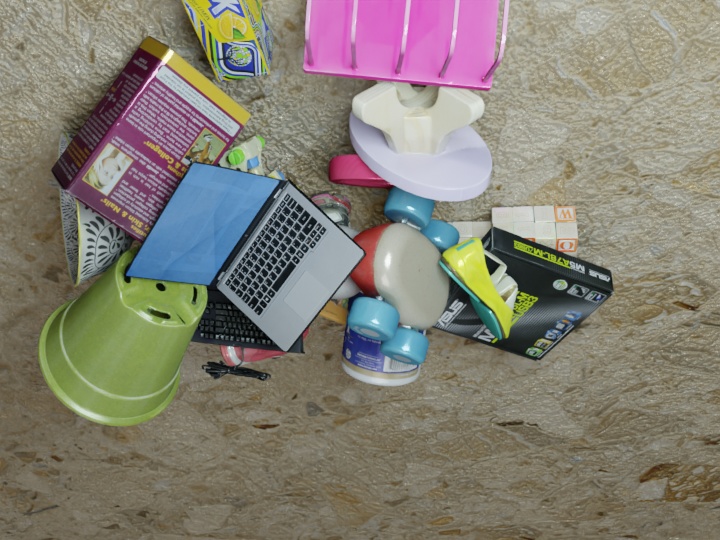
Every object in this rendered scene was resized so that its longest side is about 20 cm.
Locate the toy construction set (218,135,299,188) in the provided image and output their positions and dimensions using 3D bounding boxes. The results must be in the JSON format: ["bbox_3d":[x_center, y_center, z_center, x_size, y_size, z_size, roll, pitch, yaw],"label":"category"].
[{"bbox_3d":[-0.188,-0.108,1.190,0.198,0.092,0.132,-25,104,14],"label":"toy construction set"}]

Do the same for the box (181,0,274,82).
[{"bbox_3d":[-0.153,-0.303,0.979,0.064,0.071,0.201,-8,141,12],"label":"box"}]

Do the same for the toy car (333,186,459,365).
[{"bbox_3d":[0.000,0.000,1.186,0.198,0.186,0.177,8,160,32],"label":"toy car"}]

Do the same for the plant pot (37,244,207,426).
[{"bbox_3d":[-0.289,0.069,1.185,0.199,0.201,0.190,24,135,-22],"label":"plant pot"}]

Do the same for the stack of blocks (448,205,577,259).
[{"bbox_3d":[0.201,-0.030,1.296,0.198,0.059,0.116,-1,142,8],"label":"stack of blocks"}]

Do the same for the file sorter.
[{"bbox_3d":[0.045,-0.270,0.906,0.198,0.141,0.125,5,178,-1],"label":"file sorter"}]

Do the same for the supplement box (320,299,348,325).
[{"bbox_3d":[-0.006,0.050,1.401,0.198,0.069,0.067,23,102,-22],"label":"supplement box"}]

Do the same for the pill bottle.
[{"bbox_3d":[0.041,0.051,1.313,0.118,0.120,0.202,7,106,-2],"label":"pill bottle"}]

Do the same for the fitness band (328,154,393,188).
[{"bbox_3d":[0.059,-0.124,1.146,0.198,0.038,0.144,2,-179,3],"label":"fitness band"}]

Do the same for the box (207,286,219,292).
[{"bbox_3d":[-0.194,0.015,1.317,0.197,0.050,0.199,18,166,-40],"label":"box"}]

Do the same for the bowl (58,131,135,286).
[{"bbox_3d":[-0.339,-0.083,1.212,0.093,0.202,0.201,-6,147,-23],"label":"bowl"}]

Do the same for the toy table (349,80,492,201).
[{"bbox_3d":[0.068,-0.181,1.039,0.199,0.184,0.118,28,143,26],"label":"toy table"}]

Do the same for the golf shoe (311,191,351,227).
[{"bbox_3d":[-0.098,-0.035,1.297,0.199,0.093,0.072,-26,135,36],"label":"golf shoe"}]

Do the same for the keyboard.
[{"bbox_3d":[-0.165,0.094,1.251,0.198,0.021,0.129,3,103,27],"label":"keyboard"}]

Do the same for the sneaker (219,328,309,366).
[{"bbox_3d":[-0.118,0.098,1.352,0.086,0.075,0.200,-11,-176,30],"label":"sneaker"}]

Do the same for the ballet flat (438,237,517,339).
[{"bbox_3d":[0.169,0.023,1.199,0.067,0.067,0.200,-42,137,0],"label":"ballet flat"}]

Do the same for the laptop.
[{"bbox_3d":[-0.135,-0.008,1.072,0.200,0.116,0.188,43,122,5],"label":"laptop"}]

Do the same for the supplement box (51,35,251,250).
[{"bbox_3d":[-0.246,-0.150,1.077,0.131,0.103,0.201,37,89,-35],"label":"supplement box"}]

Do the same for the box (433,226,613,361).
[{"bbox_3d":[0.220,0.039,1.295,0.191,0.048,0.200,17,140,-17],"label":"box"}]
